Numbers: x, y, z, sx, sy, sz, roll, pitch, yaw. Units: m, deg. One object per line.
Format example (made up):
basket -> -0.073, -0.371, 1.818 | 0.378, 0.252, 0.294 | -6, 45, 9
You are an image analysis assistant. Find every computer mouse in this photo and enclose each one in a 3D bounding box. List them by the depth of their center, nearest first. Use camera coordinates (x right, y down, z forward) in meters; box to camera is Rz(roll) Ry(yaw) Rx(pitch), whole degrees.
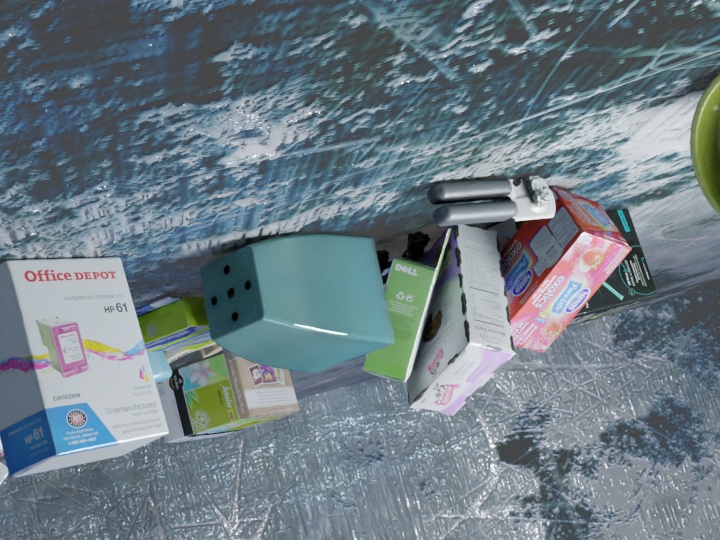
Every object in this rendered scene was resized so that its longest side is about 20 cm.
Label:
computer mouse -> 0.000, 0.000, 1.506 | 0.200, 0.046, 0.140 | -27, 166, -4

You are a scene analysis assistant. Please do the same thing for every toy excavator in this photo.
toy excavator -> -0.306, 0.137, 1.650 | 0.199, 0.100, 0.194 | -26, 170, 5

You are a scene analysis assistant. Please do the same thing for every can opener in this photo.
can opener -> 0.156, -0.078, 1.298 | 0.200, 0.053, 0.066 | -6, 167, -41

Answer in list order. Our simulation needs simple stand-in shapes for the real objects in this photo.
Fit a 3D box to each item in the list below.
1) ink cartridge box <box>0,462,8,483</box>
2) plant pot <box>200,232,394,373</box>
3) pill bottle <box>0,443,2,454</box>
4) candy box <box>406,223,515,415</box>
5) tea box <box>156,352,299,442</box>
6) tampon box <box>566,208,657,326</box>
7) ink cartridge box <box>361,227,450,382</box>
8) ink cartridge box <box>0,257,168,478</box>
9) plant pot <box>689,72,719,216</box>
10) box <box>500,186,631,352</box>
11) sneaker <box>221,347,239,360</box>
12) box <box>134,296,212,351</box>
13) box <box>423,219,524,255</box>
ink cartridge box -> -0.594, 0.248, 1.534 | 0.043, 0.198, 0.200 | -55, -170, -28
plant pot -> -0.084, 0.035, 1.313 | 0.141, 0.142, 0.200 | -23, 161, 34
pill bottle -> -0.556, 0.219, 1.613 | 0.113, 0.113, 0.200 | -11, 167, -27
candy box -> 0.124, 0.064, 1.460 | 0.071, 0.201, 0.168 | 14, 140, -21
tea box -> -0.257, 0.239, 2.106 | 0.196, 0.134, 0.200 | -21, 168, 22
tampon box -> 0.333, 0.005, 1.730 | 0.199, 0.150, 0.126 | -12, 168, -18
ink cartridge box -> 0.061, 0.035, 1.402 | 0.059, 0.201, 0.104 | 16, -176, 6
ink cartridge box -> -0.296, 0.091, 1.105 | 0.085, 0.201, 0.144 | -28, 165, 35
plant pot -> 0.480, -0.144, 1.139 | 0.184, 0.201, 0.200 | -22, 176, -40
box -> 0.250, 0.002, 1.456 | 0.095, 0.100, 0.200 | 15, 123, -32
sneaker -> -0.125, 0.043, 1.484 | 0.071, 0.080, 0.200 | -13, -165, 37
box -> -0.242, 0.073, 1.510 | 0.122, 0.048, 0.200 | -21, 169, 25
box -> 0.201, -0.029, 1.601 | 0.200, 0.060, 0.116 | -24, 167, 37
